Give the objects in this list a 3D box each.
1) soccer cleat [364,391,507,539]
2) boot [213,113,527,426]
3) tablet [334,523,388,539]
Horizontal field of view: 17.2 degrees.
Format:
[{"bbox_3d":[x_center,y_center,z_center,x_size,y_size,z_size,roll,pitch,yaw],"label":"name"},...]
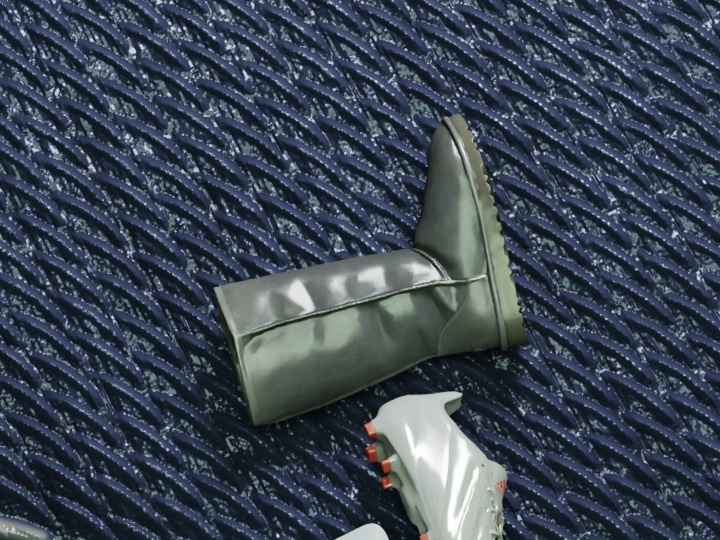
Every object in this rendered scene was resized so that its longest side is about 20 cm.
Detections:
[{"bbox_3d":[0.069,0.164,1.544,0.077,0.069,0.200,-19,61,-11],"label":"soccer cleat"},{"bbox_3d":[0.000,-0.001,1.606,0.200,0.073,0.182,-13,74,3],"label":"boot"},{"bbox_3d":[-0.003,0.280,1.540,0.130,0.014,0.200,-27,78,7],"label":"tablet"}]
